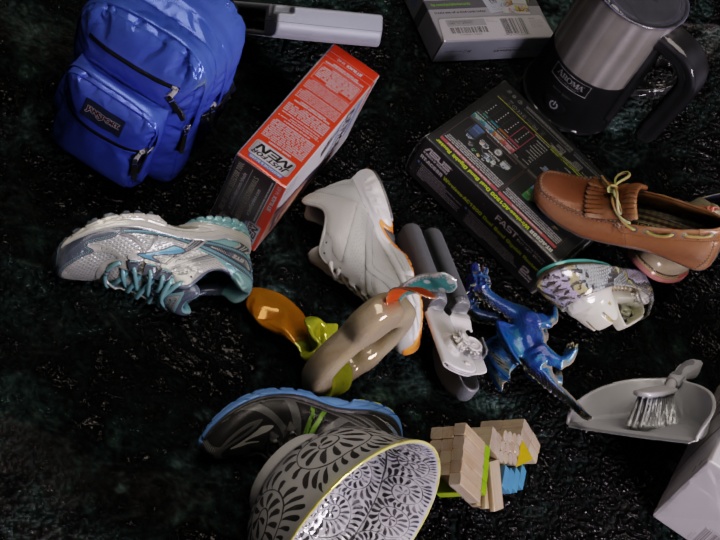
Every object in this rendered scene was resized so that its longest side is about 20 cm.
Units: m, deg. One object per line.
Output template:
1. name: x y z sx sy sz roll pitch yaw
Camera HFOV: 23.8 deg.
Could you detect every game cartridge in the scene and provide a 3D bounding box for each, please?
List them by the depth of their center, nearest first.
1. game cartridge: -0.059 -0.258 1.789 0.133 0.200 0.042 7 97 -23

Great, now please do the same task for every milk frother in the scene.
1. milk frother: 0.311 -0.267 1.942 0.180 0.188 0.200 28 50 -4

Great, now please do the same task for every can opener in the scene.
1. can opener: 0.076 0.037 1.705 0.053 0.067 0.200 12 43 -30

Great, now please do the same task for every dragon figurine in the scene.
1. dragon figurine: 0.158 0.081 1.705 0.099 0.059 0.200 -2 53 -23

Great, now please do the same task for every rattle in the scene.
1. rattle: -0.011 0.020 1.580 0.130 0.200 0.143 -13 64 -26

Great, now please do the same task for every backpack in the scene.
1. backpack: -0.203 -0.189 1.646 0.162 0.200 0.168 29 50 -4

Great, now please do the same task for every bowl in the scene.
1. bowl: -0.033 0.202 1.467 0.201 0.201 0.094 -29 53 -37

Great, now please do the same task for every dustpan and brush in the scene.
1. dustpan and brush: 0.307 0.126 1.728 0.139 0.057 0.200 5 6 29

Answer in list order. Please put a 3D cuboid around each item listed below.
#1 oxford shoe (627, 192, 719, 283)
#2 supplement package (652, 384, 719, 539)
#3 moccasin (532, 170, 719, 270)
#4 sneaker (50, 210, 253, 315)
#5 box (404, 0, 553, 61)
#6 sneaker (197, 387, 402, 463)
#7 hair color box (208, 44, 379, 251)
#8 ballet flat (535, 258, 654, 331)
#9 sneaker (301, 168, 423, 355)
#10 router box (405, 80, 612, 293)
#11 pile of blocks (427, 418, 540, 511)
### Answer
1. oxford shoe: 0.352 -0.045 1.847 0.070 0.075 0.200 43 35 12
2. supplement package: 0.399 0.183 1.702 0.121 0.120 0.200 35 50 4
3. moccasin: 0.276 -0.062 1.756 0.201 0.078 0.074 22 49 11
4. sneaker: -0.188 -0.003 1.601 0.200 0.078 0.086 -4 62 -26
5. box: 0.120 -0.335 2.001 0.156 0.041 0.200 -7 61 -29
6. sneaker: -0.048 0.158 1.550 0.199 0.071 0.083 7 48 -24
7. hair color box: -0.066 -0.125 1.720 0.064 0.111 0.200 35 50 3
8. ballet flat: 0.248 0.028 1.744 0.200 0.072 0.072 5 49 -56
9. sneaker: 0.000 0.000 1.698 0.092 0.076 0.200 -16 65 -9
10. router box: 0.169 -0.091 1.833 0.200 0.062 0.150 45 50 11
11. pile of blocks: 0.104 0.182 1.591 0.200 0.062 0.082 5 79 -63
